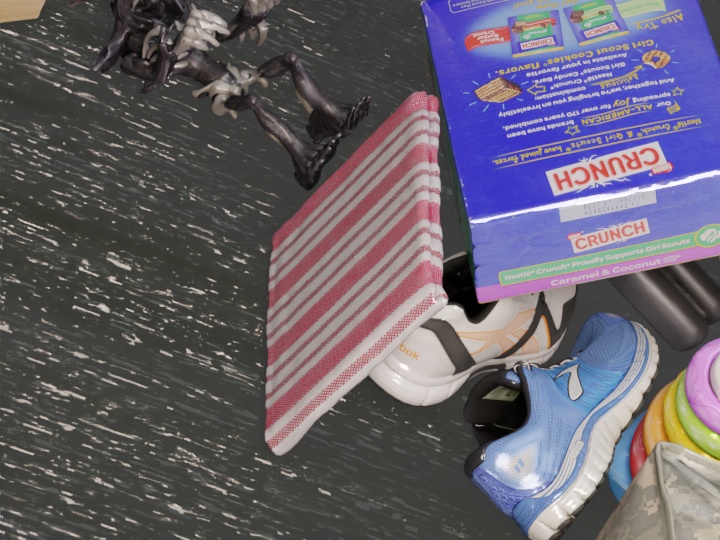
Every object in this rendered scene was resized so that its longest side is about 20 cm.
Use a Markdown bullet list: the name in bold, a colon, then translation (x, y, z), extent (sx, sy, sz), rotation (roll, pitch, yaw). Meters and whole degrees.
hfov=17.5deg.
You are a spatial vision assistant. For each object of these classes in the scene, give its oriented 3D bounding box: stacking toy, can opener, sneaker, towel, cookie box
- **stacking toy**: translation (0.221, 0.079, 1.357), extent (0.110, 0.200, 0.116), rotation (-36, 67, -26)
- **can opener**: translation (0.147, -0.028, 1.505), extent (0.200, 0.067, 0.053), rotation (47, 59, -3)
- **sneaker**: translation (0.084, 0.021, 1.447), extent (0.074, 0.080, 0.200), rotation (41, 34, 16)
- **towel**: translation (0.000, 0.000, 1.353), extent (0.030, 0.146, 0.200), rotation (31, 33, -23)
- **cookie box**: translation (0.133, -0.089, 1.411), extent (0.171, 0.075, 0.200), rotation (-11, 45, 2)
- **sneaker**: translation (0.117, 0.077, 1.405), extent (0.089, 0.079, 0.200), rotation (35, 35, 0)

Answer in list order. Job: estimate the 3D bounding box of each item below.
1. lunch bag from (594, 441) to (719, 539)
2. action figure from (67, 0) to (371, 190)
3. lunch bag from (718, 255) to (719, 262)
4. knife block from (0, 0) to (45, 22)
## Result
- **lunch bag**: translation (0.166, 0.218, 1.195), extent (0.117, 0.164, 0.200), rotation (20, 37, -11)
- **action figure**: translation (-0.088, -0.145, 1.500), extent (0.200, 0.102, 0.119), rotation (35, 47, 2)
- **lunch bag**: translation (0.318, 0.068, 1.466), extent (0.200, 0.127, 0.170), rotation (62, 1, 42)
- **knife block**: translation (-0.290, -0.178, 1.419), extent (0.200, 0.064, 0.176), rotation (23, 37, -13)
